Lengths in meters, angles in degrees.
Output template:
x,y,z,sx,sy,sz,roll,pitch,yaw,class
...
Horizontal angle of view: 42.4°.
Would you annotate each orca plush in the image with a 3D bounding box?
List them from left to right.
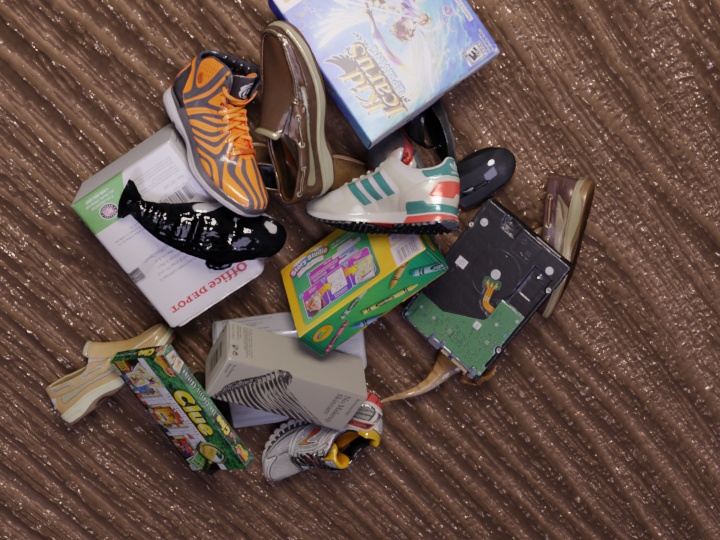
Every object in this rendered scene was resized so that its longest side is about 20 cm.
x,y,z,sx,sy,sz,roll,pitch,yaw,class
-0.178,-0.051,1.066,0.199,0.071,0.106,28,102,-21,orca plush

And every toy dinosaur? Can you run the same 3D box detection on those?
x,y,z,sx,sy,sz,roll,pitch,yaw,class
0.129,0.126,1.293,0.106,0.060,0.201,34,99,1,toy dinosaur

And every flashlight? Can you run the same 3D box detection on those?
x,y,z,sx,sy,sz,roll,pitch,yaw,class
0.006,-0.186,1.107,0.068,0.067,0.201,-44,116,-26,flashlight

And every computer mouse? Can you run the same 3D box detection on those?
x,y,z,sx,sy,sz,roll,pitch,yaw,class
0.115,-0.089,1.195,0.199,0.034,0.059,-38,114,12,computer mouse

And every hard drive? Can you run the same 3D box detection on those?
x,y,z,sx,sy,sz,roll,pitch,yaw,class
0.162,0.026,1.213,0.140,0.038,0.201,41,109,13,hard drive

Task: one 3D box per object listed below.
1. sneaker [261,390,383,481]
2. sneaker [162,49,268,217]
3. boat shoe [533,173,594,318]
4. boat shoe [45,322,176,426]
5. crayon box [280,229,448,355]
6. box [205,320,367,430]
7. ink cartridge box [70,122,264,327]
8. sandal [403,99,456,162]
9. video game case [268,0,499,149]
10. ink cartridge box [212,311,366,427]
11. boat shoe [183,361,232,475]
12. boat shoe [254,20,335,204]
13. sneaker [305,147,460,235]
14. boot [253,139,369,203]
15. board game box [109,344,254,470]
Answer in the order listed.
x,y,z,sx,sy,sz,roll,pitch,yaw,class
-0.056,0.242,1.290,0.199,0.083,0.078,-32,129,19,sneaker
-0.146,-0.165,1.048,0.112,0.077,0.201,-42,74,33,sneaker
0.251,-0.033,1.227,0.071,0.072,0.202,19,124,18,boat shoe
-0.336,0.123,1.227,0.199,0.072,0.076,-37,98,9,boat shoe
0.000,0.000,1.161,0.199,0.119,0.058,-35,135,16,crayon box
-0.096,0.138,1.200,0.198,0.069,0.082,18,128,-22,box
-0.230,-0.053,1.143,0.145,0.084,0.201,-31,115,7,ink cartridge box
0.065,-0.207,1.115,0.048,0.075,0.202,-23,106,-3,sandal
0.025,-0.270,1.033,0.181,0.045,0.201,-36,91,-5,video game case
-0.090,0.132,1.270,0.198,0.044,0.175,-7,133,-3,ink cartridge box
-0.230,0.197,1.275,0.068,0.072,0.201,19,135,29,boat shoe
-0.080,-0.167,1.023,0.075,0.074,0.204,-34,121,-36,boat shoe
0.028,-0.094,1.089,0.198,0.070,0.094,3,82,31,sneaker
-0.057,-0.107,1.145,0.198,0.076,0.074,10,109,-14,boot
-0.226,0.179,1.182,0.104,0.024,0.201,-12,121,34,board game box
